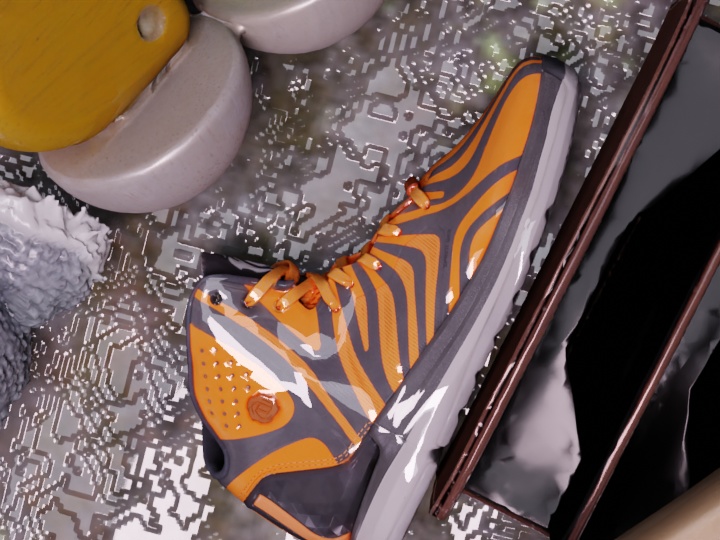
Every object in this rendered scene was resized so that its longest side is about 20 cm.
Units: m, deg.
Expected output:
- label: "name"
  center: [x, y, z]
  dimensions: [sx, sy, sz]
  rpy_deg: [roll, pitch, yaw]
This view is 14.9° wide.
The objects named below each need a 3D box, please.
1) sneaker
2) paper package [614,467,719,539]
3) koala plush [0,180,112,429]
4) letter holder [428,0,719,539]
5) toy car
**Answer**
- label: "sneaker"
  center: [0.000, 0.000, 1.002]
  dimensions: [0.112, 0.078, 0.201]
  rpy_deg: [25, 93, 2]
- label: "paper package"
  center: [0.170, 0.137, 0.852]
  dimensions: [0.200, 0.103, 0.191]
  rpy_deg: [-34, 86, -5]
- label: "koala plush"
  center: [-0.205, 0.006, 0.982]
  dimensions: [0.200, 0.184, 0.178]
  rpy_deg: [33, 94, -9]
- label: "letter holder"
  center: [0.112, 0.013, 0.961]
  dimensions: [0.100, 0.142, 0.201]
  rpy_deg: [27, 93, 3]
- label: "toy car"
  center: [-0.095, -0.133, 0.976]
  dimensions: [0.200, 0.150, 0.175]
  rpy_deg: [-48, 130, -18]
